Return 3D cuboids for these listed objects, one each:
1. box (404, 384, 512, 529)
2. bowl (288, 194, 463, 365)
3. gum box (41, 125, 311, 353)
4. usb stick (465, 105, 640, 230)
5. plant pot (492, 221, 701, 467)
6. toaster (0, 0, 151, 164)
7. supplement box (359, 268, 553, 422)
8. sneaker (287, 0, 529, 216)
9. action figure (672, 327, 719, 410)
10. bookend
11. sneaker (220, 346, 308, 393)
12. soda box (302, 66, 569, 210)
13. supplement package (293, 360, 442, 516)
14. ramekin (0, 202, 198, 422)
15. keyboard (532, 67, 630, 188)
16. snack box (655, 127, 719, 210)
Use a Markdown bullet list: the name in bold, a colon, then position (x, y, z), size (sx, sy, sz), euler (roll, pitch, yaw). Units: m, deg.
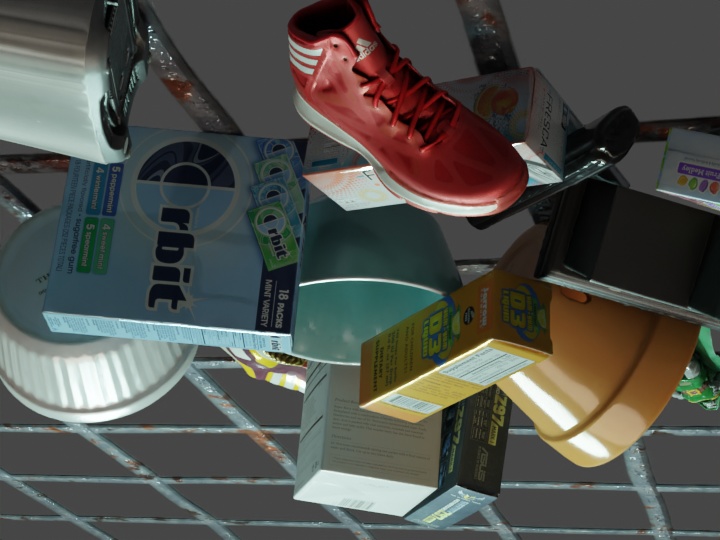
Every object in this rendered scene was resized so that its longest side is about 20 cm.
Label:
- **box**: position (0.106, 0.148, 1.544), size (0.050, 0.202, 0.158), euler (16, 155, -11)
- **bowl**: position (0.000, 0.000, 1.337), size (0.198, 0.106, 0.201), euler (0, 157, 0)
- **gum box**: position (-0.144, -0.029, 1.230), size (0.197, 0.172, 0.045), euler (6, 157, 1)
- **usb stick**: position (0.145, -0.077, 1.180), size (0.033, 0.056, 0.200), euler (45, 151, -10)
- **plant pot**: position (0.185, 0.051, 1.337), size (0.139, 0.202, 0.200), euler (30, 151, -15)
- **toaster**: position (-0.216, -0.157, 1.024), size (0.127, 0.115, 0.200), euler (8, 159, 0)
- **supplement box**: position (0.077, 0.065, 1.272), size (0.068, 0.067, 0.199), euler (18, 150, -29)
- **sneaker**: position (0.023, -0.116, 1.037), size (0.198, 0.079, 0.116), euler (27, 160, 24)
- **action figure**: position (0.341, 0.109, 1.593), size (0.117, 0.055, 0.199), euler (-11, 156, 28)
- **bookend**: position (0.259, 0.000, 1.158), size (0.196, 0.093, 0.200), euler (16, -175, -10)
- **sneaker**: position (-0.070, 0.094, 1.641), size (0.089, 0.076, 0.199), euler (-4, 150, 42)
- **soda box**: position (0.055, -0.096, 1.149), size (0.198, 0.064, 0.068), euler (-6, 154, 34)
- **supplement package**: position (0.011, 0.126, 1.513), size (0.120, 0.203, 0.120), euler (11, 156, -12)
- **ramekin**: position (-0.243, 0.027, 1.363), size (0.199, 0.204, 0.095), euler (4, 145, 4)
- **keyboard**: position (0.153, -0.104, 1.195), size (0.056, 0.011, 0.200), euler (-2, 156, 31)
- **snack box**: position (0.333, -0.050, 1.091), size (0.141, 0.054, 0.199), euler (11, -175, -43)
